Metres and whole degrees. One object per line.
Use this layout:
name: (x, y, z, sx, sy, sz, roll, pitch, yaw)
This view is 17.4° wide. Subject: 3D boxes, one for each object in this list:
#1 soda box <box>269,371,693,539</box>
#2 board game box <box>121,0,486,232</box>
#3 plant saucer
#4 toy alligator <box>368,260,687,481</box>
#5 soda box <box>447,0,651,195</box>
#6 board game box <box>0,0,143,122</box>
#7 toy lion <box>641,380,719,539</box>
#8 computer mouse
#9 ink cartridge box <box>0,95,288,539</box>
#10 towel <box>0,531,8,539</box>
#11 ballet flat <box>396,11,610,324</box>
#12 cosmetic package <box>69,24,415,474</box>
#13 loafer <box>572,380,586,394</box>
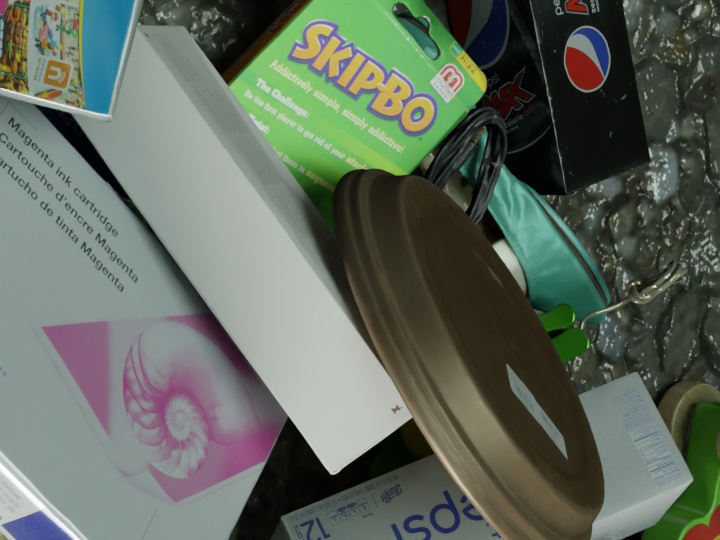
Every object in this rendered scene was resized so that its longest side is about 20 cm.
soda box: (0.056, 0.121, 1.135, 0.200, 0.068, 0.064, -20, 71, -21)
board game box: (-0.036, -0.051, 1.087, 0.200, 0.030, 0.096, -45, 112, -9)
plant saucer: (0.053, 0.038, 1.037, 0.200, 0.029, 0.200, 54, 16, -23)
toy alligator: (0.067, 0.040, 1.167, 0.200, 0.059, 0.054, -38, 85, 3)
soda box: (0.088, -0.142, 1.204, 0.071, 0.063, 0.201, -20, 104, -37)
board game box: (-0.175, -0.153, 0.910, 0.199, 0.064, 0.148, 14, 90, -7)
toy lion: (0.226, 0.164, 1.338, 0.200, 0.069, 0.192, 5, 95, -40)
computer mouse: (0.000, 0.000, 1.125, 0.200, 0.034, 0.059, -49, 129, -7)
ink cartridge box: (-0.111, 0.019, 0.969, 0.196, 0.043, 0.200, 48, 42, -22)
towel: (-0.159, 0.140, 0.995, 0.200, 0.036, 0.149, -21, 126, -40)
ballet flat: (0.049, -0.034, 1.178, 0.070, 0.067, 0.200, -44, 113, -20)
cosmetic package: (-0.046, -0.012, 1.006, 0.051, 0.083, 0.200, -36, 87, 10)
loafer: (0.090, 0.156, 1.214, 0.063, 0.072, 0.200, 35, 66, -40)
